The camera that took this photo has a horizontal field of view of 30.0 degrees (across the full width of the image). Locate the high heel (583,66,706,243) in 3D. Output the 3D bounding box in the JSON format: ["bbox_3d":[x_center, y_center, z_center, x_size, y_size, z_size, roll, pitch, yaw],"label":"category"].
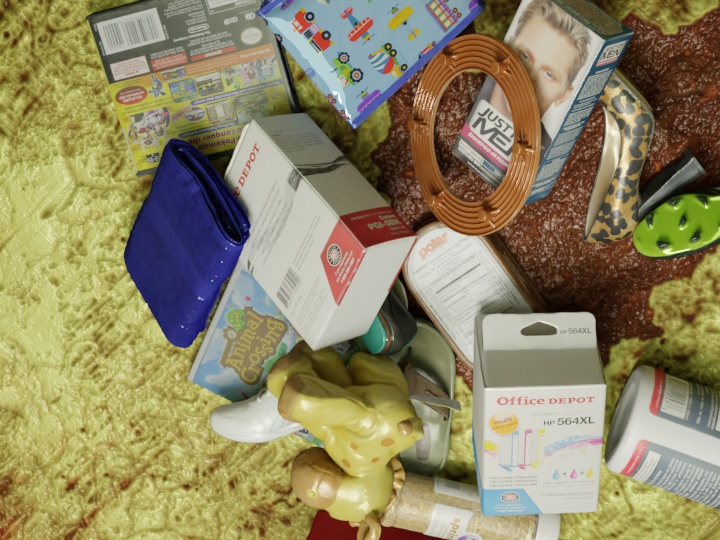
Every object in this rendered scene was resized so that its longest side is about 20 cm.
[{"bbox_3d":[0.238,-0.124,1.363,0.142,0.072,0.200,-39,107,17],"label":"high heel"}]

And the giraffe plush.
[{"bbox_3d":[-0.010,0.185,1.394,0.198,0.173,0.164,19,110,11],"label":"giraffe plush"}]

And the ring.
[{"bbox_3d":[0.107,-0.135,1.340,0.019,0.200,0.202,-6,117,-34],"label":"ring"}]

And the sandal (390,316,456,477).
[{"bbox_3d":[0.069,0.147,1.506,0.079,0.057,0.203,-3,109,11],"label":"sandal"}]

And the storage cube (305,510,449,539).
[{"bbox_3d":[0.023,0.396,1.545,0.198,0.180,0.173,0,111,12],"label":"storage cube"}]

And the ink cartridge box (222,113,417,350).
[{"bbox_3d":[-0.053,-0.044,1.382,0.200,0.082,0.147,49,132,26],"label":"ink cartridge box"}]

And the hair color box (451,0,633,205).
[{"bbox_3d":[0.176,-0.173,1.323,0.100,0.060,0.201,41,128,24],"label":"hair color box"}]

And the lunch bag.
[{"bbox_3d":[0.019,-0.269,1.345,0.200,0.094,0.151,-39,103,9],"label":"lunch bag"}]

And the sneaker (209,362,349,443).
[{"bbox_3d":[-0.075,0.142,1.501,0.198,0.071,0.081,-8,109,9],"label":"sneaker"}]

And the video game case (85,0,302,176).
[{"bbox_3d":[-0.175,-0.209,1.436,0.198,0.026,0.182,-12,108,14],"label":"video game case"}]

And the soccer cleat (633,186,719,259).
[{"bbox_3d":[0.374,-0.056,1.355,0.199,0.081,0.068,-25,60,12],"label":"soccer cleat"}]

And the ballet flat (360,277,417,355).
[{"bbox_3d":[0.000,0.000,1.451,0.068,0.068,0.201,-42,70,49],"label":"ballet flat"}]

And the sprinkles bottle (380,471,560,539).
[{"bbox_3d":[0.124,0.277,1.523,0.198,0.068,0.069,13,113,-5],"label":"sprinkles bottle"}]

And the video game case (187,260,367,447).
[{"bbox_3d":[-0.083,0.087,1.520,0.181,0.022,0.201,27,120,0],"label":"video game case"}]

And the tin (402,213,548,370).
[{"bbox_3d":[0.126,0.027,1.463,0.112,0.042,0.201,-34,101,16],"label":"tin"}]

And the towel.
[{"bbox_3d":[-0.186,-0.027,1.442,0.148,0.049,0.200,57,139,22],"label":"towel"}]

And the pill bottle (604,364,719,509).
[{"bbox_3d":[0.372,0.188,1.432,0.198,0.120,0.120,20,113,3],"label":"pill bottle"}]

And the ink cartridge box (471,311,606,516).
[{"bbox_3d":[0.185,0.141,1.414,0.127,0.126,0.202,-3,125,1],"label":"ink cartridge box"}]
